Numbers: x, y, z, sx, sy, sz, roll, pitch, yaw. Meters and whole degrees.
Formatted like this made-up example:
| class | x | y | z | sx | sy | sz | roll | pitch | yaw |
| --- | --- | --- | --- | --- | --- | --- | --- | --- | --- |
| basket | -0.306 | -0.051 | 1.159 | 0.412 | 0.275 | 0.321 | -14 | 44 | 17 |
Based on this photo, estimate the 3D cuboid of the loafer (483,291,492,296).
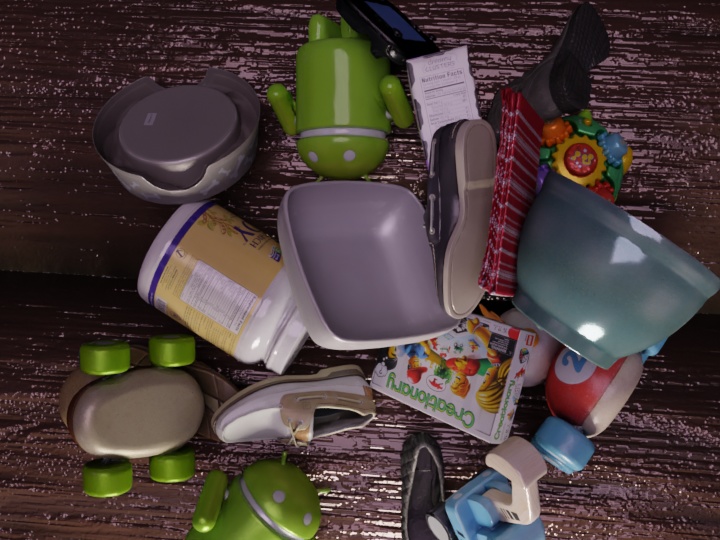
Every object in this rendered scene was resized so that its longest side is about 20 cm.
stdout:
| class | x | y | z | sx | sy | sz | roll | pitch | yaw |
| --- | --- | --- | --- | --- | --- | --- | --- | --- | --- |
| loafer | 0.212 | 0.009 | 0.996 | 0.198 | 0.068 | 0.071 | 7 | 121 | -1 |

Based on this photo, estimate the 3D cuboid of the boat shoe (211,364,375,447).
| class | x | y | z | sx | sy | sz | roll | pitch | yaw |
| --- | --- | --- | --- | --- | --- | --- | --- | --- | --- |
| boat shoe | -0.075 | 0.169 | 0.970 | 0.198 | 0.075 | 0.069 | -15 | 48 | -20 |

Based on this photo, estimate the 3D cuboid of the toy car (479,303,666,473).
| class | x | y | z | sx | sy | sz | roll | pitch | yaw |
| --- | --- | --- | --- | --- | --- | --- | --- | --- | --- |
| toy car | 0.215 | 0.099 | 0.949 | 0.199 | 0.177 | 0.185 | 34 | 82 | 15 |

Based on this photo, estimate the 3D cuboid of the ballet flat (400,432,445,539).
| class | x | y | z | sx | sy | sz | roll | pitch | yaw |
| --- | --- | --- | --- | --- | --- | --- | --- | --- | --- |
| ballet flat | 0.078 | 0.302 | 1.007 | 0.065 | 0.057 | 0.203 | -7 | 90 | 5 |

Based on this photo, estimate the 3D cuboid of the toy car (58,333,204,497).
| class | x | y | z | sx | sy | sz | roll | pitch | yaw |
| --- | --- | --- | --- | --- | --- | --- | --- | --- | --- |
| toy car | -0.297 | 0.157 | 0.988 | 0.156 | 0.199 | 0.167 | -2 | 95 | -39 |

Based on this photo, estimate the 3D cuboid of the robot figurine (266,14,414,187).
| class | x | y | z | sx | sy | sz | roll | pitch | yaw |
| --- | --- | --- | --- | --- | --- | --- | --- | --- | --- |
| robot figurine | -0.021 | -0.201 | 0.979 | 0.173 | 0.115 | 0.203 | 1 | 92 | 22 |

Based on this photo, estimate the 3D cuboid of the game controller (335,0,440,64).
| class | x | y | z | sx | sy | sz | roll | pitch | yaw |
| --- | --- | --- | --- | --- | --- | --- | --- | --- | --- |
| game controller | 0.036 | -0.279 | 0.938 | 0.042 | 0.200 | 0.105 | -38 | 90 | 22 |

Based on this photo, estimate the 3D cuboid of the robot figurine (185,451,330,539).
| class | x | y | z | sx | sy | sz | roll | pitch | yaw |
| --- | --- | --- | --- | --- | --- | --- | --- | --- | --- |
| robot figurine | -0.130 | 0.314 | 0.986 | 0.175 | 0.116 | 0.200 | 42 | 92 | -20 |

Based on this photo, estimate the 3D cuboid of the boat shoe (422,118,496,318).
| class | x | y | z | sx | sy | sz | roll | pitch | yaw |
| --- | --- | --- | --- | --- | --- | --- | --- | --- | --- |
| boat shoe | 0.098 | -0.054 | 0.845 | 0.072 | 0.062 | 0.203 | -3 | 100 | -40 |

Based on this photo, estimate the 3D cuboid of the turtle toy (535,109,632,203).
| class | x | y | z | sx | sy | sz | roll | pitch | yaw |
| --- | --- | --- | --- | --- | --- | --- | --- | --- | --- |
| turtle toy | 0.244 | -0.097 | 0.960 | 0.144 | 0.101 | 0.203 | 15 | 84 | 4 |

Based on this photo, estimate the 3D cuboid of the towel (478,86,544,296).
| class | x | y | z | sx | sy | sz | roll | pitch | yaw |
| --- | --- | --- | --- | --- | --- | --- | --- | --- | --- |
| towel | 0.158 | -0.074 | 0.844 | 0.022 | 0.144 | 0.203 | 7 | 90 | 23 |

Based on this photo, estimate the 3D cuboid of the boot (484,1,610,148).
| class | x | y | z | sx | sy | sz | roll | pitch | yaw |
| --- | --- | --- | --- | --- | --- | --- | --- | --- | --- |
| boot | 0.216 | -0.236 | 0.975 | 0.068 | 0.130 | 0.201 | 48 | 49 | -22 |

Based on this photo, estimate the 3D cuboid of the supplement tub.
| class | x | y | z | sx | sy | sz | roll | pitch | yaw |
| --- | --- | --- | --- | --- | --- | --- | --- | --- | --- |
| supplement tub | -0.147 | 0.020 | 0.977 | 0.199 | 0.145 | 0.147 | 31 | 93 | 3 |

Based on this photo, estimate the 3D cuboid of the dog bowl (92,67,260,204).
| class | x | y | z | sx | sy | sz | roll | pitch | yaw |
| --- | --- | --- | --- | --- | --- | --- | --- | --- | --- |
| dog bowl | -0.213 | -0.160 | 0.975 | 0.197 | 0.059 | 0.202 | -3 | 49 | 3 |

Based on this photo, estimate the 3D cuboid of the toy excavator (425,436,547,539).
| class | x | y | z | sx | sy | sz | roll | pitch | yaw |
| --- | --- | --- | --- | --- | --- | --- | --- | --- | --- |
| toy excavator | 0.161 | 0.273 | 0.913 | 0.099 | 0.199 | 0.196 | -27 | 97 | -28 |

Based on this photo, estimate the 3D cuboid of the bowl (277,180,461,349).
| class | x | y | z | sx | sy | sz | roll | pitch | yaw |
| --- | --- | --- | --- | --- | --- | --- | --- | --- | --- |
| bowl | 0.000 | 0.000 | 0.927 | 0.198 | 0.075 | 0.202 | -3 | 64 | -34 |

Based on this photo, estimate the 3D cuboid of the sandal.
| class | x | y | z | sx | sy | sz | roll | pitch | yaw |
| --- | --- | --- | --- | --- | --- | --- | --- | --- | --- |
| sandal | -0.220 | 0.145 | 1.033 | 0.198 | 0.054 | 0.081 | 21 | 104 | 19 |

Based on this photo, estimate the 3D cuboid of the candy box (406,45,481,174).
| class | x | y | z | sx | sy | sz | roll | pitch | yaw |
| --- | --- | --- | --- | --- | --- | --- | --- | --- | --- |
| candy box | 0.108 | -0.136 | 0.944 | 0.071 | 0.168 | 0.203 | -12 | 90 | 6 |

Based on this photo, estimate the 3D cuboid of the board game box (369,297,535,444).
| class | x | y | z | sx | sy | sz | roll | pitch | yaw |
| --- | --- | --- | --- | --- | --- | --- | --- | --- | --- |
| board game box | 0.102 | 0.107 | 0.954 | 0.199 | 0.034 | 0.128 | 16 | 92 | 47 |

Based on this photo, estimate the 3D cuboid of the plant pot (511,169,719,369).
| class | x | y | z | sx | sy | sz | roll | pitch | yaw |
| --- | --- | --- | --- | --- | --- | --- | --- | --- | --- |
| plant pot | 0.235 | 0.011 | 0.818 | 0.199 | 0.200 | 0.135 | 34 | 98 | 3 |
